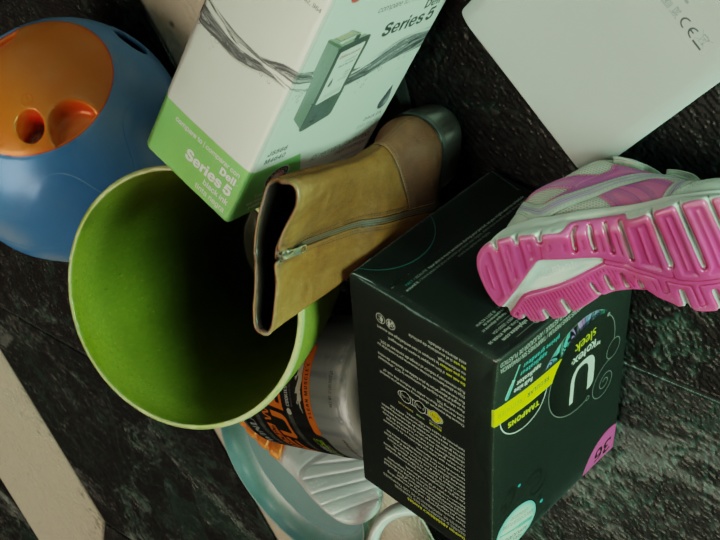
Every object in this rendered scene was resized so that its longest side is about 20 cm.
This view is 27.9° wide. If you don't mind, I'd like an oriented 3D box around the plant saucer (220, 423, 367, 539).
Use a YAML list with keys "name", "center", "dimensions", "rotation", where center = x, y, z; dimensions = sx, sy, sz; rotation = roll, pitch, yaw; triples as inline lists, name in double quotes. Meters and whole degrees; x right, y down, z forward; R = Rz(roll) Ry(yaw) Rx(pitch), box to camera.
- name: "plant saucer"
  center: [-0.062, 0.199, 1.430]
  dimensions: [0.199, 0.027, 0.201]
  rotation: [32, 142, 29]

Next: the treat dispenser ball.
- name: "treat dispenser ball"
  center: [-0.243, -0.109, 1.206]
  dimensions: [0.200, 0.200, 0.202]
  rotation: [32, 142, 29]

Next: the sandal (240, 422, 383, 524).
- name: "sandal"
  center: [-0.046, 0.151, 1.310]
  dimensions: [0.207, 0.079, 0.059]
  rotation: [51, -174, 27]

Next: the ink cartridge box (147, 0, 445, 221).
- name: "ink cartridge box"
  center: [-0.031, -0.146, 0.909]
  dimensions: [0.084, 0.145, 0.201]
  rotation: [43, 130, 15]

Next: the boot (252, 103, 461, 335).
- name: "boot"
  center: [0.000, 0.000, 0.967]
  dimensions: [0.068, 0.200, 0.190]
  rotation: [25, 123, 22]

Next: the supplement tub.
- name: "supplement tub"
  center: [-0.026, 0.088, 1.191]
  dimensions: [0.199, 0.122, 0.123]
  rotation: [1, 122, 52]

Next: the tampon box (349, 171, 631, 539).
- name: "tampon box"
  center: [0.091, 0.067, 0.995]
  dimensions: [0.126, 0.149, 0.201]
  rotation: [30, 142, 33]

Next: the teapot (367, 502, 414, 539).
- name: "teapot"
  center: [0.079, 0.314, 1.251]
  dimensions: [0.145, 0.200, 0.199]
  rotation: [-23, 64, 21]

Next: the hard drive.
- name: "hard drive"
  center: [0.150, -0.150, 0.830]
  dimensions: [0.132, 0.025, 0.200]
  rotation: [52, 148, 1]

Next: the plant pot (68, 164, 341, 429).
- name: "plant pot"
  center: [-0.087, -0.001, 1.090]
  dimensions: [0.185, 0.200, 0.189]
  rotation: [5, 105, 21]

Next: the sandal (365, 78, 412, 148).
- name: "sandal"
  center: [-0.004, -0.144, 1.013]
  dimensions: [0.075, 0.045, 0.201]
  rotation: [27, 139, 33]

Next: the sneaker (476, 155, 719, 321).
- name: "sneaker"
  center: [0.170, -0.031, 0.861]
  dimensions: [0.198, 0.089, 0.082]
  rotation: [-3, 129, 23]
